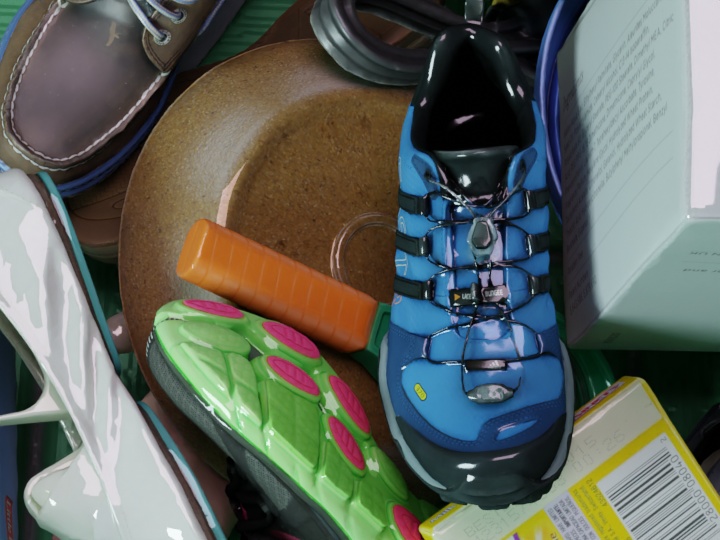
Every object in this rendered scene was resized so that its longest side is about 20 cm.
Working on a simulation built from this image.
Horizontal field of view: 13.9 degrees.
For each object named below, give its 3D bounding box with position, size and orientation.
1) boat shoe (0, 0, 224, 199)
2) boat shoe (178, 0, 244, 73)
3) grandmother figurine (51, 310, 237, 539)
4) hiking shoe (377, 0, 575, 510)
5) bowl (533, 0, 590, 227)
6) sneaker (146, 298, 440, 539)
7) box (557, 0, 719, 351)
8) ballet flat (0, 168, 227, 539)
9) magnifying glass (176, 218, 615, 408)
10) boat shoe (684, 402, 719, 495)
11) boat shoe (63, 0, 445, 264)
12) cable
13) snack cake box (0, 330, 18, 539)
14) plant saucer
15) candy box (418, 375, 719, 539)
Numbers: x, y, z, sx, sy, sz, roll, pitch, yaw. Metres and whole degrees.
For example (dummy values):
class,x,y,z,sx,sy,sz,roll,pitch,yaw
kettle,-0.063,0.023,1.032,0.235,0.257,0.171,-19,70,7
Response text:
class,x,y,z,sx,sy,sz,roll,pitch,yaw
boat shoe,-0.091,-0.120,1.210,0.072,0.072,0.200,31,65,-5
boat shoe,-0.095,-0.137,1.305,0.070,0.071,0.200,22,63,39
grandmother figurine,-0.061,0.057,1.204,0.121,0.061,0.200,41,60,-13
hiking shoe,0.038,-0.004,1.107,0.074,0.087,0.200,-7,50,3
bowl,0.167,-0.060,1.219,0.200,0.039,0.201,2,74,-8
sneaker,-0.022,0.097,1.128,0.200,0.084,0.077,52,23,-16
box,0.188,-0.051,1.094,0.198,0.200,0.131,1,75,-8
ballet flat,-0.110,0.058,1.122,0.069,0.069,0.200,-24,79,-16
magnifying glass,0.018,0.031,1.167,0.200,0.022,0.080,26,68,-24
boat shoe,0.164,0.084,1.195,0.074,0.066,0.199,39,66,16
boat shoe,-0.039,-0.056,1.257,0.200,0.063,0.073,-34,51,-19
cable,0.057,-0.089,1.250,0.200,0.050,0.097,-16,79,-42
snack cake box,-0.200,0.043,1.177,0.115,0.067,0.200,-11,61,11
plant saucer,0.000,0.000,1.194,0.200,0.035,0.201,6,76,-28
candy box,0.117,0.150,1.121,0.102,0.026,0.200,-34,99,-9
